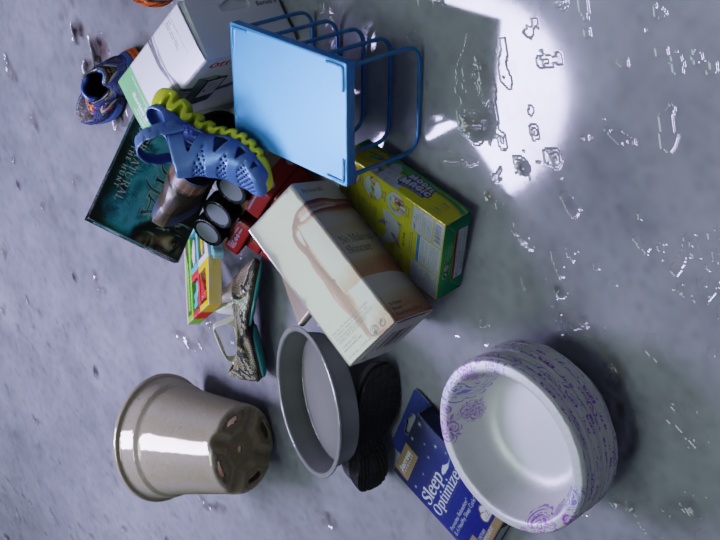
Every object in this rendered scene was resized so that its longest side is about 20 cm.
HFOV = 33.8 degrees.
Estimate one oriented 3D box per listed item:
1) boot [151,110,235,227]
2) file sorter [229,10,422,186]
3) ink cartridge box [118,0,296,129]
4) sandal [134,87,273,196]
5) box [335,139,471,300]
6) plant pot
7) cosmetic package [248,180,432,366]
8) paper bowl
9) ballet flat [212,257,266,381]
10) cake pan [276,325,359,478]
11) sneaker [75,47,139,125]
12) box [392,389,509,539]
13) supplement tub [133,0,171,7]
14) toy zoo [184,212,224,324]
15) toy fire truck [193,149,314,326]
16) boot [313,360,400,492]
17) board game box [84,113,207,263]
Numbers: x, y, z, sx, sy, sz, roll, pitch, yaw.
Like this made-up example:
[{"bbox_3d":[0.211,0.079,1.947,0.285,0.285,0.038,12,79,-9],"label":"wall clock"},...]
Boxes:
[{"bbox_3d":[-0.213,-0.135,1.537,0.075,0.200,0.097,38,124,-6],"label":"boot"},{"bbox_3d":[-0.039,-0.205,1.349,0.199,0.122,0.140,27,128,40],"label":"file sorter"},{"bbox_3d":[-0.194,-0.265,1.488,0.200,0.145,0.084,-34,81,53],"label":"ink cartridge box"},{"bbox_3d":[-0.190,-0.136,1.405,0.199,0.087,0.080,29,150,23],"label":"sandal"},{"bbox_3d":[0.039,-0.066,1.381,0.200,0.048,0.118,37,140,31],"label":"box"},{"bbox_3d":[-0.241,0.262,1.807,0.183,0.200,0.202,0,109,39],"label":"plant pot"},{"bbox_3d":[-0.022,0.000,1.361,0.087,0.103,0.200,-45,76,26],"label":"cosmetic package"},{"bbox_3d":[0.190,0.171,1.277,0.200,0.104,0.202,26,126,41],"label":"paper bowl"},{"bbox_3d":[-0.175,0.074,1.694,0.068,0.075,0.201,-86,-3,-60],"label":"ballet flat"},{"bbox_3d":[-0.055,0.169,1.548,0.200,0.037,0.202,36,132,56],"label":"cake pan"},{"bbox_3d":[-0.392,-0.275,1.784,0.200,0.078,0.076,-33,81,53],"label":"sneaker"},{"bbox_3d":[0.108,0.257,1.484,0.200,0.032,0.122,46,139,27],"label":"box"},{"bbox_3d":[-0.231,-0.419,1.475,0.200,0.122,0.123,-33,82,52],"label":"supplement tub"},{"bbox_3d":[-0.223,-0.003,1.684,0.200,0.020,0.132,147,120,-69],"label":"toy zoo"},{"bbox_3d":[-0.107,-0.047,1.538,0.200,0.129,0.176,38,144,-2],"label":"toy fire truck"},{"bbox_3d":[-0.017,0.184,1.575,0.132,0.069,0.201,39,129,44],"label":"boot"},{"bbox_3d":[-0.263,-0.128,1.575,0.028,0.135,0.201,-5,61,66],"label":"board game box"}]
